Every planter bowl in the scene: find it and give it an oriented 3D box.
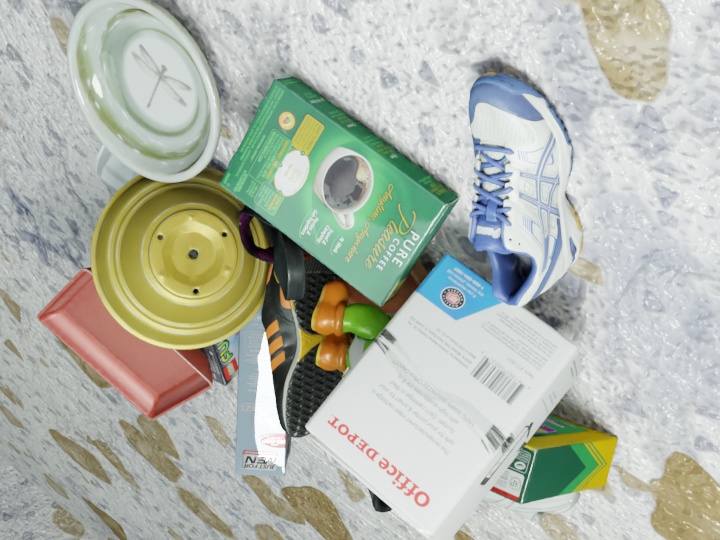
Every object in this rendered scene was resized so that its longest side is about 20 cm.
[{"bbox_3d":[-0.179,-0.016,1.149,0.200,0.200,0.083,49,167,-10],"label":"planter bowl"}]

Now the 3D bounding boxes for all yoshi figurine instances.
[{"bbox_3d":[0.060,0.061,1.064,0.199,0.112,0.112,12,-178,16],"label":"yoshi figurine"}]

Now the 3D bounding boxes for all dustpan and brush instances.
[{"bbox_3d":[-0.224,-0.133,1.214,0.139,0.057,0.200,37,120,9],"label":"dustpan and brush"}]

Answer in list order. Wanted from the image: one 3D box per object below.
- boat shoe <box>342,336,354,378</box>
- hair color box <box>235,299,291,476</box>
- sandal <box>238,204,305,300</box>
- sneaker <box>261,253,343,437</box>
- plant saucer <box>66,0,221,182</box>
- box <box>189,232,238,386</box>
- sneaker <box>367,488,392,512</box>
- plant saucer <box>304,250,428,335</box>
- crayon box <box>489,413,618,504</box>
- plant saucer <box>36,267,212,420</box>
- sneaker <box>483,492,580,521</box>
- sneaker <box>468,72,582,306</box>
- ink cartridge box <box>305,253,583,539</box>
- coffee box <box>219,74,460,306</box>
[{"bbox_3d":[-0.030,0.109,1.285,0.065,0.072,0.200,16,166,-15],"label":"boat shoe"},{"bbox_3d":[-0.109,0.127,1.271,0.060,0.201,0.099,2,-173,0],"label":"hair color box"},{"bbox_3d":[-0.094,-0.039,1.093,0.201,0.048,0.076,-116,25,-60],"label":"sandal"},{"bbox_3d":[-0.070,0.076,1.181,0.090,0.070,0.201,22,113,53],"label":"sneaker"},{"bbox_3d":[-0.210,-0.189,1.112,0.200,0.050,0.201,19,128,27],"label":"plant saucer"},{"bbox_3d":[-0.160,0.035,1.309,0.035,0.110,0.200,25,146,29],"label":"box"},{"bbox_3d":[0.070,0.228,1.226,0.071,0.083,0.200,6,156,-29],"label":"sneaker"},{"bbox_3d":[0.000,0.000,1.149,0.200,0.032,0.201,30,147,21],"label":"plant saucer"},{"bbox_3d":[0.124,0.162,1.081,0.200,0.058,0.172,18,-173,37],"label":"crayon box"},{"bbox_3d":[-0.279,0.085,1.322,0.200,0.037,0.199,45,144,-10],"label":"plant saucer"},{"bbox_3d":[0.162,0.243,1.227,0.099,0.078,0.200,46,155,-21],"label":"sneaker"},{"bbox_3d":[0.122,-0.057,0.870,0.075,0.088,0.200,13,138,44],"label":"sneaker"},{"bbox_3d":[0.074,0.112,0.949,0.146,0.200,0.084,38,174,23],"label":"ink cartridge box"},{"bbox_3d":[-0.022,-0.074,1.009,0.200,0.044,0.123,36,114,11],"label":"coffee box"}]
